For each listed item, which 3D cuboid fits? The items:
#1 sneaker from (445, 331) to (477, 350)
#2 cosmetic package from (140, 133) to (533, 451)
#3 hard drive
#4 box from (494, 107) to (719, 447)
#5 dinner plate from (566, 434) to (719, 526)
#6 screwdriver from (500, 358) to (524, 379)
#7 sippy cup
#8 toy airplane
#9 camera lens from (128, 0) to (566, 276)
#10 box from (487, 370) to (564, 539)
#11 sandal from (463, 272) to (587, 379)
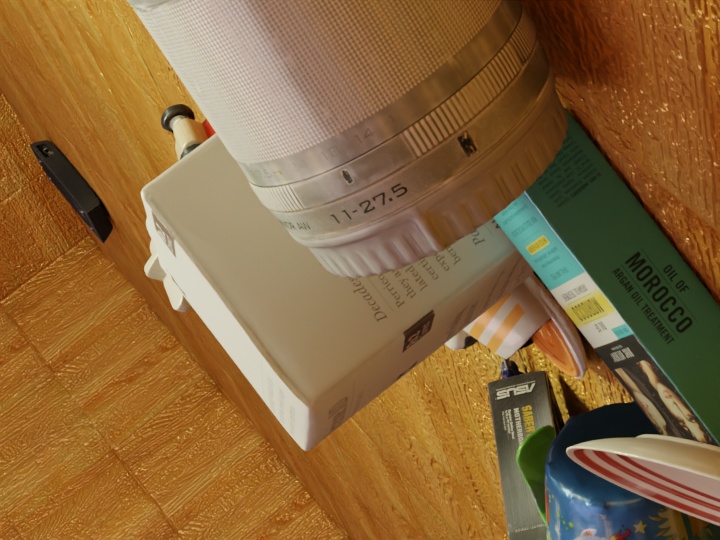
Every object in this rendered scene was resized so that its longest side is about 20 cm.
[{"bbox_3d":[0.000,0.000,1.337,0.201,0.115,0.076,54,169,-10],"label":"sneaker"},{"bbox_3d":[-0.006,-0.023,1.069,0.165,0.200,0.165,50,169,10],"label":"cosmetic package"},{"bbox_3d":[-0.542,-0.153,3.289,0.200,0.042,0.135,47,168,26],"label":"hard drive"},{"bbox_3d":[0.144,0.011,0.950,0.200,0.049,0.082,53,169,2],"label":"box"},{"bbox_3d":[0.206,0.120,0.919,0.199,0.024,0.200,19,169,4],"label":"dinner plate"},{"bbox_3d":[0.109,0.061,1.321,0.201,0.028,0.029,68,-170,-48],"label":"screwdriver"},{"bbox_3d":[0.175,0.160,1.116,0.176,0.140,0.131,1,130,22],"label":"sippy cup"},{"bbox_3d":[-0.120,-0.056,1.595,0.199,0.140,0.202,166,100,-65],"label":"toy airplane"},{"bbox_3d":[-0.009,-0.120,0.844,0.201,0.160,0.160,56,168,-20],"label":"camera lens"},{"bbox_3d":[0.146,0.194,1.319,0.200,0.048,0.159,65,-165,-52],"label":"box"},{"bbox_3d":[0.074,0.006,1.196,0.207,0.059,0.079,50,169,15],"label":"sandal"}]
